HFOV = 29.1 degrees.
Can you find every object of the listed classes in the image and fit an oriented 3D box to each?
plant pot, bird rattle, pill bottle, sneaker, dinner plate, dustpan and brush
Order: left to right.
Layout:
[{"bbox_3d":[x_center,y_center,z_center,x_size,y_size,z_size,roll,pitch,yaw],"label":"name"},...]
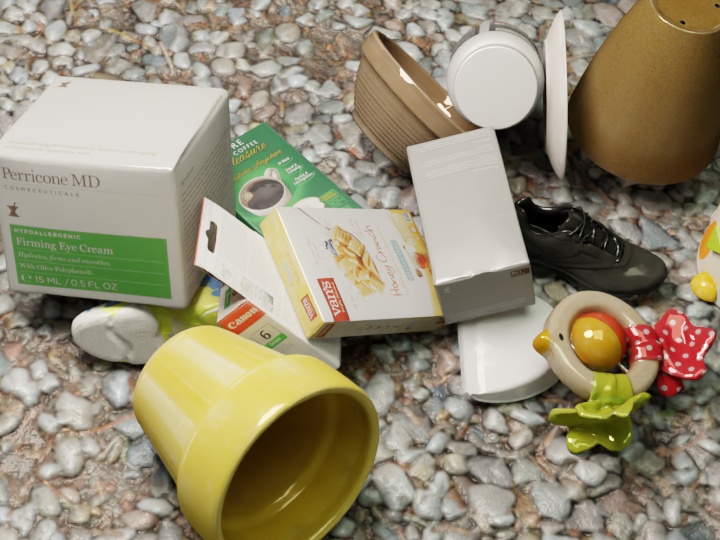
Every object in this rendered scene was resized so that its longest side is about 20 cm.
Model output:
[{"bbox_3d":[-0.210,0.040,1.489,0.199,0.076,0.105,-2,38,-13],"label":"sneaker"},{"bbox_3d":[-0.115,0.152,1.339,0.200,0.201,0.189,-32,46,-27],"label":"plant pot"},{"bbox_3d":[0.056,-0.182,1.638,0.093,0.201,0.201,-44,61,12],"label":"plant pot"},{"bbox_3d":[0.159,-0.230,1.645,0.115,0.116,0.200,12,16,3],"label":"pill bottle"},{"bbox_3d":[0.205,0.080,1.513,0.199,0.057,0.140,-2,63,0],"label":"dustpan and brush"},{"bbox_3d":[0.229,-0.206,1.639,0.024,0.200,0.201,0,52,6],"label":"dinner plate"},{"bbox_3d":[0.252,-0.026,1.570,0.199,0.091,0.076,14,50,3],"label":"sneaker"},{"bbox_3d":[0.271,0.087,1.454,0.163,0.113,0.200,45,63,7],"label":"bird rattle"},{"bbox_3d":[0.349,-0.234,1.586,0.186,0.200,0.187,4,53,-5],"label":"plant pot"}]

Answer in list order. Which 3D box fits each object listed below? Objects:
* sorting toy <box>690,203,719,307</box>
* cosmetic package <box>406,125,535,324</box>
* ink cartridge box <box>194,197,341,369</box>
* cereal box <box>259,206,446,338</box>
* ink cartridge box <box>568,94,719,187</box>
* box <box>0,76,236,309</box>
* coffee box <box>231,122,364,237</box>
[{"bbox_3d":[0.464,-0.022,1.532,0.200,0.180,0.107,39,58,22],"label":"sorting toy"},{"bbox_3d":[0.119,-0.051,1.510,0.106,0.090,0.201,-12,56,6],"label":"cosmetic package"},{"bbox_3d":[-0.105,0.024,1.436,0.200,0.050,0.109,37,33,-28],"label":"ink cartridge box"},{"bbox_3d":[0.000,0.000,1.487,0.200,0.040,0.144,-2,58,-44],"label":"cereal box"},{"bbox_3d":[0.351,-0.178,1.711,0.199,0.068,0.115,-17,57,-19],"label":"ink cartridge box"},{"bbox_3d":[-0.252,-0.086,1.460,0.198,0.172,0.200,6,31,9],"label":"box"},{"bbox_3d":[-0.093,-0.077,1.599,0.123,0.044,0.200,-36,64,-29],"label":"coffee box"}]
